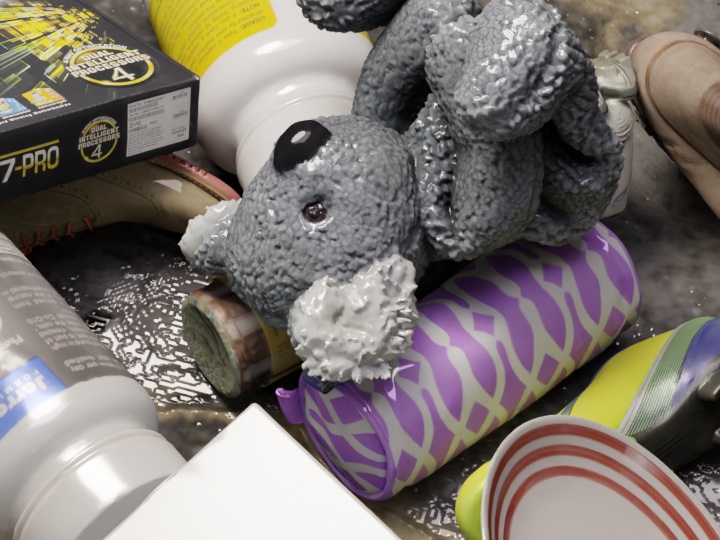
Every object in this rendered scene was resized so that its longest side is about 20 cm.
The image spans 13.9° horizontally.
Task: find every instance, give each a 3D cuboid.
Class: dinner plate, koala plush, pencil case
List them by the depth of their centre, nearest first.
[{"bbox_3d":[0.126,0.162,1.414,0.200,0.024,0.201,31,39,-30],"label":"dinner plate"},{"bbox_3d":[0.014,-0.040,1.478,0.200,0.184,0.177,-44,47,-11],"label":"koala plush"},{"bbox_3d":[0.054,0.042,1.533,0.200,0.084,0.085,-31,35,-28],"label":"pencil case"}]

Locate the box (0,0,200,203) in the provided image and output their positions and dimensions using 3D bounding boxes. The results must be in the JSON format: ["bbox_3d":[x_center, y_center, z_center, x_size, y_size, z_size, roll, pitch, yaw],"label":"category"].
[{"bbox_3d":[-0.209,-0.091,1.539,0.200,0.049,0.161,-19,36,-35],"label":"box"}]

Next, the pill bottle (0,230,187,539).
[{"bbox_3d":[-0.172,0.071,1.464,0.114,0.114,0.200,-30,58,-26],"label":"pill bottle"}]

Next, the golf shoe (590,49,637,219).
[{"bbox_3d":[0.073,-0.080,1.637,0.078,0.097,0.200,-26,29,-30],"label":"golf shoe"}]

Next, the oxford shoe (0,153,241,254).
[{"bbox_3d":[-0.163,-0.036,1.595,0.199,0.070,0.075,11,69,10],"label":"oxford shoe"}]

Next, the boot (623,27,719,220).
[{"bbox_3d":[0.215,-0.046,1.608,0.070,0.200,0.146,-33,22,-6],"label":"boot"}]

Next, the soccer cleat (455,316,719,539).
[{"bbox_3d":[0.127,0.086,1.524,0.200,0.065,0.084,-28,28,-20],"label":"soccer cleat"}]

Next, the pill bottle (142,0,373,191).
[{"bbox_3d":[-0.051,-0.121,1.635,0.111,0.111,0.200,-12,52,-14],"label":"pill bottle"}]

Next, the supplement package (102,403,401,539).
[{"bbox_3d":[-0.017,0.184,1.363,0.121,0.120,0.200,-42,63,-12],"label":"supplement package"}]

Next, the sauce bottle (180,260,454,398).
[{"bbox_3d":[0.000,0.000,1.571,0.200,0.065,0.065,-27,57,-26],"label":"sauce bottle"}]
